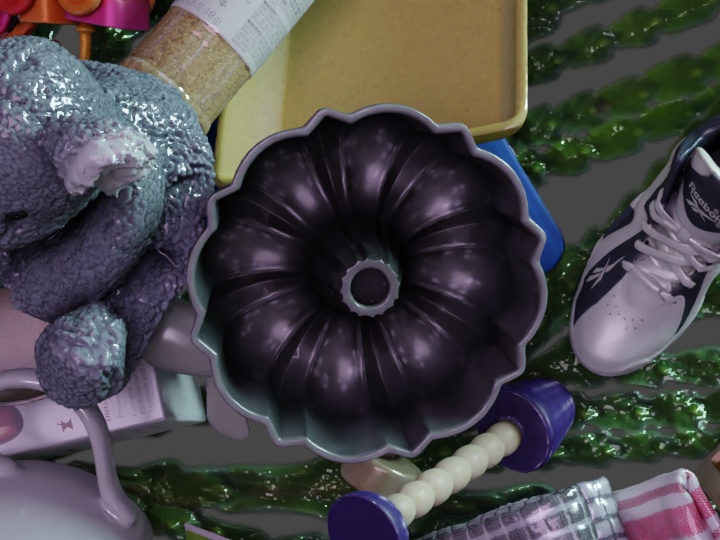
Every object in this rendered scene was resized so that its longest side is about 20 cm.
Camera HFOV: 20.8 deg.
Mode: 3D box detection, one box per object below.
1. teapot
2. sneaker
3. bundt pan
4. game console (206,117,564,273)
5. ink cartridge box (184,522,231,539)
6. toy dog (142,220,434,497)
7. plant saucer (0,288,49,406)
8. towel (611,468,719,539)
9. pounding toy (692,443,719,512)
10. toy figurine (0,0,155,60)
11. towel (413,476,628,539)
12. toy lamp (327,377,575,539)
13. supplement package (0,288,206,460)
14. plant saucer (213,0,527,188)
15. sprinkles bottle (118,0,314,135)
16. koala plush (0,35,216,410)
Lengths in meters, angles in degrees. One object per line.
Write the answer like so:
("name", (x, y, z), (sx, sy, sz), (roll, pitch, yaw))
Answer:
("teapot", (-0.223, 0.179, 1.143), (0.146, 0.197, 0.200), (36, 62, -1))
("sneaker", (0.192, -0.023, 1.167), (0.199, 0.130, 0.079), (-45, 80, 4))
("bundt pan", (0.000, 0.000, 1.095), (0.201, 0.076, 0.203), (-2, 105, -8))
("game console", (0.000, -0.046, 1.257), (0.199, 0.118, 0.171), (-31, 51, 5))
("ink cartridge box", (-0.033, 0.252, 1.148), (0.075, 0.148, 0.201), (-8, 98, -31))
("toy dog", (-0.034, 0.060, 1.193), (0.200, 0.096, 0.132), (43, 90, -13))
("plant saucer", (-0.213, -0.020, 1.169), (0.199, 0.032, 0.201), (0, 86, 6))
("towel", (0.189, 0.221, 1.147), (0.030, 0.146, 0.201), (-20, 81, -30))
("pounding toy", (0.287, 0.075, 1.131), (0.142, 0.184, 0.200), (42, 94, -1))
("toy figurine", (-0.200, -0.111, 1.251), (0.199, 0.150, 0.185), (6, 96, 31))
("towel", (0.079, 0.229, 1.157), (0.199, 0.085, 0.166), (-26, 81, 31))
("toy lamp", (0.062, 0.114, 1.153), (0.058, 0.200, 0.059), (16, 118, 32))
("supplement package", (-0.214, 0.064, 1.236), (0.199, 0.110, 0.114), (-14, 83, 8))
("plant saucer", (0.015, -0.137, 1.202), (0.199, 0.048, 0.201), (-10, 55, 21))
("sprinkles bottle", (-0.060, -0.175, 1.189), (0.068, 0.068, 0.200), (36, 79, 10))
("koala plush", (-0.170, -0.059, 1.036), (0.177, 0.200, 0.184), (33, 76, 17))
